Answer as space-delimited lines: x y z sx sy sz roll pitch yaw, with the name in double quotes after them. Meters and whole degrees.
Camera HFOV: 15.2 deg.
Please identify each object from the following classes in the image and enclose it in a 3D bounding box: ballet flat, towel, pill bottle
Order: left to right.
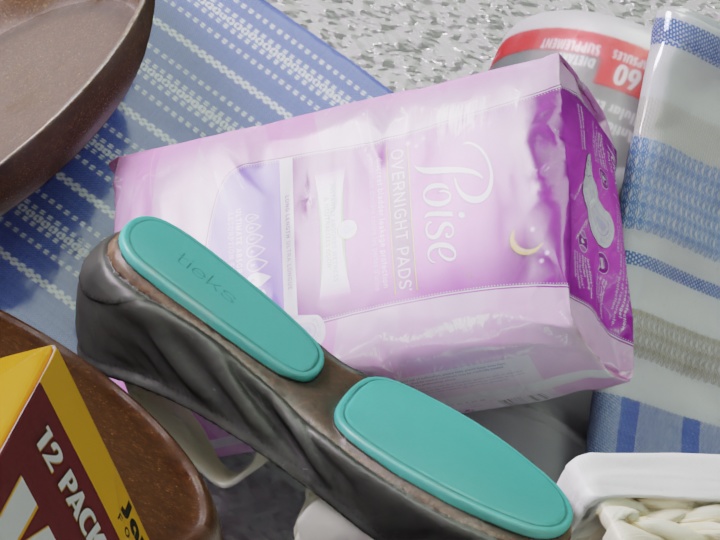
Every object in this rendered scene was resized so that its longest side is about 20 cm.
-0.075 -0.028 1.125 0.145 0.024 0.200 35 62 4 "towel"
-0.018 0.058 0.958 0.200 0.069 0.068 35 28 11 "ballet flat"
0.079 0.006 1.107 0.113 0.114 0.201 22 70 -2 "pill bottle"
0.153 0.005 1.085 0.147 0.201 0.024 18 -12 -43 "towel"

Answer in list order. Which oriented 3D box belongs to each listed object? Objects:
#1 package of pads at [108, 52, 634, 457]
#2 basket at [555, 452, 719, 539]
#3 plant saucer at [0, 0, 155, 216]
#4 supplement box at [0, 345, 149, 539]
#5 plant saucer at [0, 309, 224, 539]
0.000 0.000 1.029 0.076 0.199 0.121 44 39 -60 "package of pads"
0.155 0.157 0.988 0.199 0.136 0.124 3 37 -30 "basket"
-0.162 -0.066 1.115 0.032 0.200 0.201 53 18 -28 "plant saucer"
-0.163 0.144 0.696 0.199 0.133 0.197 -15 24 18 "supplement box"
-0.121 0.056 0.881 0.200 0.035 0.200 32 14 -9 "plant saucer"
